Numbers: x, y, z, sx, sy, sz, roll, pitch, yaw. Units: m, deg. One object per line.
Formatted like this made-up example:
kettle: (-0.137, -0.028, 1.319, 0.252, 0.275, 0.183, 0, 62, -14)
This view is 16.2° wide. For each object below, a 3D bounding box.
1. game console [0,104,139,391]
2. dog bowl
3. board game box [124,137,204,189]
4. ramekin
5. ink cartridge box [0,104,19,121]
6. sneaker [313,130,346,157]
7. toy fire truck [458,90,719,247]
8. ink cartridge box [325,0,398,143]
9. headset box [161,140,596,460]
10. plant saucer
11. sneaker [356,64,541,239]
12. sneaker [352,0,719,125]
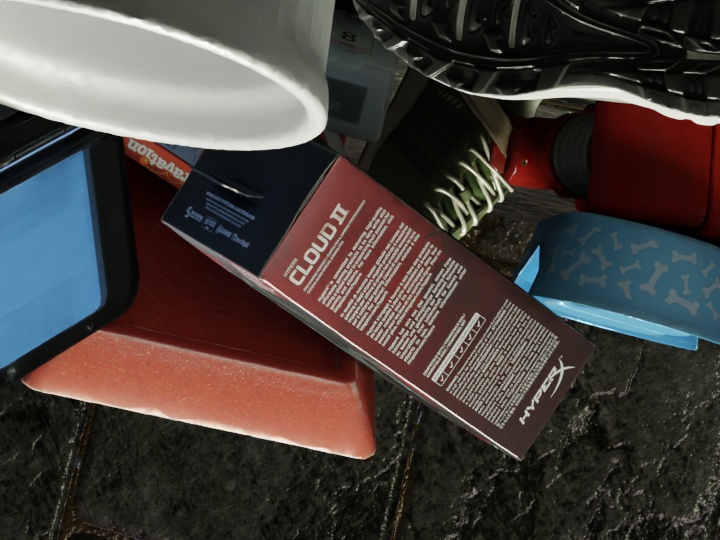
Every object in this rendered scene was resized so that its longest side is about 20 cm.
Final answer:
game console: (-0.152, -0.015, 1.221, 0.176, 0.117, 0.200, -23, -172, 47)
dog bowl: (0.141, 0.005, 1.349, 0.111, 0.050, 0.200, 16, 178, -4)
board game box: (-0.107, -0.109, 1.482, 0.103, 0.019, 0.200, 34, -154, -9)
ramekin: (-0.102, -0.125, 1.044, 0.199, 0.098, 0.200, 12, 170, 2)
ink cartridge box: (-0.254, -0.128, 1.204, 0.147, 0.146, 0.200, 37, -172, 20)
sneaker: (-0.028, -0.094, 1.451, 0.108, 0.067, 0.202, 1, -141, -40)
toy fire truck: (0.124, -0.078, 1.353, 0.199, 0.129, 0.176, 4, -178, -19)
ink cartridge box: (-0.057, -0.143, 1.374, 0.162, 0.057, 0.200, 14, -151, -2)
headset box: (0.000, 0.000, 1.293, 0.200, 0.077, 0.149, 35, 177, -27)
plant saucer: (-0.082, 0.003, 1.418, 0.199, 0.037, 0.200, 13, -138, -13)
sneaker: (0.057, -0.063, 1.454, 0.089, 0.201, 0.067, -5, 131, 27)
sneaker: (0.092, -0.104, 1.097, 0.199, 0.074, 0.079, 14, -176, 4)
